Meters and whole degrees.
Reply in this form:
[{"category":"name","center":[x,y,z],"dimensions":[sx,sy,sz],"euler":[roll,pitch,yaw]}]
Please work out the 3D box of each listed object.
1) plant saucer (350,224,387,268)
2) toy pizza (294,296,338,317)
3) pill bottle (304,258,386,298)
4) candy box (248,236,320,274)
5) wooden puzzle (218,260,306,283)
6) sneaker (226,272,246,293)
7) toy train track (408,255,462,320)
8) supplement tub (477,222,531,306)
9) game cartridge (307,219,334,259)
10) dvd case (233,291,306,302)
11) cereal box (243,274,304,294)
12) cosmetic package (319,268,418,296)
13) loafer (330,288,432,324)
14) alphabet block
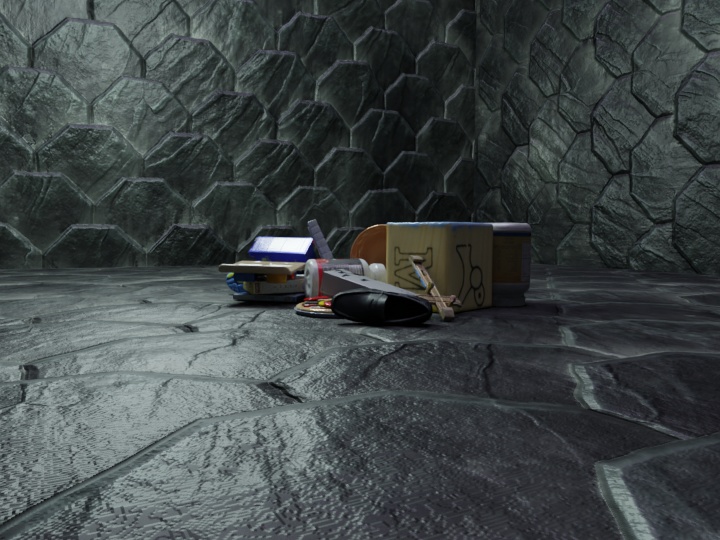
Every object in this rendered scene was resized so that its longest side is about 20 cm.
[{"category":"plant saucer","center":[0.070,-0.025,1.558],"dimensions":[0.198,0.203,0.037],"euler":[2,16,19]},{"category":"toy pizza","center":[-0.049,0.076,1.310],"dimensions":[0.197,0.032,0.200],"euler":[0,3,0]},{"category":"pill bottle","center":[-0.038,0.026,1.490],"dimensions":[0.197,0.112,0.111],"euler":[-1,4,-18]},{"category":"candy box","center":[-0.210,-0.018,1.761],"dimensions":[0.198,0.170,0.078],"euler":[4,49,24]},{"category":"wooden puzzle","center":[-0.246,0.004,1.513],"dimensions":[0.183,0.047,0.200],"euler":[2,4,8]},{"category":"sneaker","center":[-0.291,0.039,1.712],"dimensions":[0.197,0.072,0.083],"euler":[2,-10,-12]},{"category":"toy train track","center":[0.151,0.026,1.244],"dimensions":[0.113,0.033,0.201],"euler":[5,36,-25]},{"category":"supplement tub","center":[0.353,-0.017,1.475],"dimensions":[0.143,0.203,0.145],"euler":[1,4,0]},{"category":"game cartridge","center":[-0.097,-0.043,1.615],"dimensions":[0.038,0.130,0.200],"euler":[-28,-23,-5]},{"category":"dvd case","center":[-0.218,0.067,1.567],"dimensions":[0.198,0.018,0.142],"euler":[1,3,22]},{"category":"cereal box","center":[-0.207,0.036,1.586],"dimensions":[0.198,0.040,0.144],"euler":[-1,5,-22]},{"category":"cosmetic package","center":[0.018,0.047,1.254],"dimensions":[0.198,0.051,0.082],"euler":[19,16,28]},{"category":"loafer","center":[0.040,0.068,1.132],"dimensions":[0.198,0.069,0.070],"euler":[4,-5,4]},{"category":"alphabet block","center":[0.188,-0.013,1.403],"dimensions":[0.195,0.203,0.194],"euler":[4,4,45]}]
